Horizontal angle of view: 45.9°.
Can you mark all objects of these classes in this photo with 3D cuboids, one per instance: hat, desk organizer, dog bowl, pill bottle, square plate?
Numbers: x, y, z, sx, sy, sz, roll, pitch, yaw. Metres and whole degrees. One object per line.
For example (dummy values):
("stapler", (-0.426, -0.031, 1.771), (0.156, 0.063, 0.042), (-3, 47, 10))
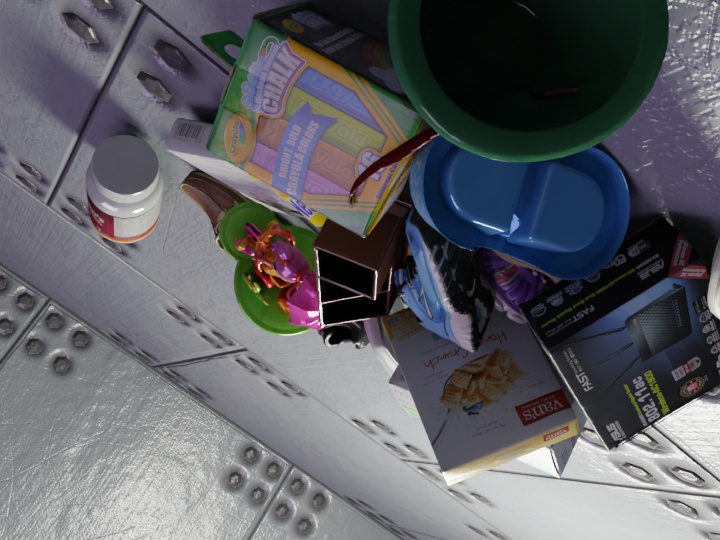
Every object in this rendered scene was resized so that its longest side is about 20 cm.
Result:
("hat", (0.081, -0.148, 0.591), (0.176, 0.200, 0.166), (-164, 62, -83))
("desk organizer", (0.000, 0.000, 0.868), (0.072, 0.077, 0.200), (22, 156, 10))
("dog bowl", (0.129, -0.062, 0.702), (0.200, 0.112, 0.050), (16, -179, -23))
("pill bottle", (-0.348, -0.119, 1.256), (0.110, 0.110, 0.200), (33, 159, -4))
("square plate", (0.037, 0.074, 1.087), (0.028, 0.198, 0.200), (-23, 137, 9))

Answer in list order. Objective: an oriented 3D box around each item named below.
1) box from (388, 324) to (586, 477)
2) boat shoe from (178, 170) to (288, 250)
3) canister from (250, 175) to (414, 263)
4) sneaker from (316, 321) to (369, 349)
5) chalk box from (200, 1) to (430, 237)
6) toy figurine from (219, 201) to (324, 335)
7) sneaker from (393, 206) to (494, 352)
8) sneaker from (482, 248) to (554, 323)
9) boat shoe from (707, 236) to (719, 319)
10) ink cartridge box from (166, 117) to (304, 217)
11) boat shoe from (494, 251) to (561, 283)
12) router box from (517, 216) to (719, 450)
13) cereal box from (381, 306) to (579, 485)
("box", (0.164, 0.106, 0.961), (0.200, 0.177, 0.097), (18, 156, 30))
("boat shoe", (-0.169, -0.061, 1.187), (0.200, 0.074, 0.076), (35, 158, -9))
("canister", (-0.013, -0.089, 0.904), (0.200, 0.087, 0.148), (41, 155, -26))
("sneaker", (-0.051, 0.056, 1.254), (0.200, 0.098, 0.071), (22, 158, 27))
("chalk box", (-0.043, -0.141, 0.717), (0.200, 0.124, 0.124), (29, 118, 5))
("toy figurine", (-0.082, 0.000, 1.067), (0.200, 0.150, 0.184), (54, 166, -16))
("sneaker", (0.065, 0.011, 0.804), (0.090, 0.078, 0.200), (12, 149, 24))
("sneaker", (0.155, -0.013, 0.863), (0.200, 0.081, 0.083), (33, 138, -25))
("boat shoe", (0.333, 0.025, 0.706), (0.062, 0.075, 0.200), (7, 153, 37))
("ink cartridge box", (-0.117, -0.119, 1.053), (0.161, 0.050, 0.200), (16, 173, 40))
("boat shoe", (0.186, -0.030, 0.794), (0.200, 0.071, 0.065), (31, 154, -21))
("router box", (0.252, 0.065, 0.782), (0.200, 0.150, 0.062), (51, -170, -42))
("cereal box", (0.120, 0.107, 0.889), (0.040, 0.144, 0.200), (68, 180, -50))
